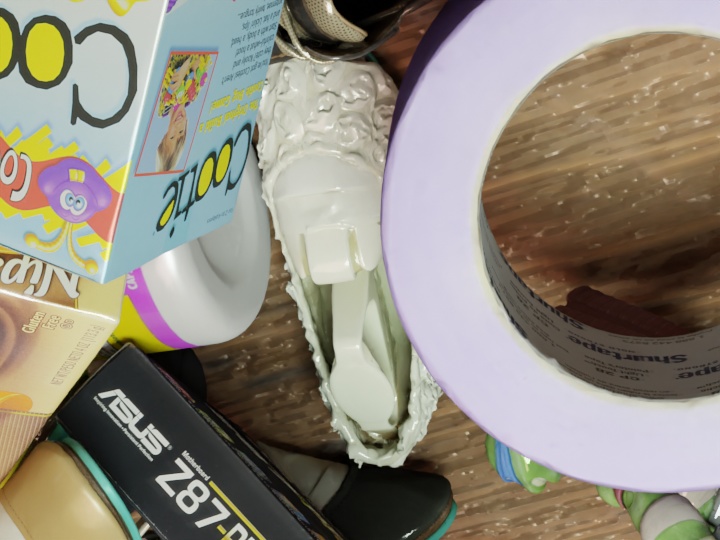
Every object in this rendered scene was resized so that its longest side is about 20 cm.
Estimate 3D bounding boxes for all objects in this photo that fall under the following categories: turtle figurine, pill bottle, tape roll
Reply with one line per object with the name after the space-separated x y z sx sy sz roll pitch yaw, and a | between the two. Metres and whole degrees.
0.156 0.100 1.146 0.193 0.201 0.144 -16 153 19 | turtle figurine
-0.144 -0.011 1.151 0.199 0.104 0.104 -9 128 21 | pill bottle
0.107 -0.028 1.030 0.199 0.085 0.201 0 105 2 | tape roll

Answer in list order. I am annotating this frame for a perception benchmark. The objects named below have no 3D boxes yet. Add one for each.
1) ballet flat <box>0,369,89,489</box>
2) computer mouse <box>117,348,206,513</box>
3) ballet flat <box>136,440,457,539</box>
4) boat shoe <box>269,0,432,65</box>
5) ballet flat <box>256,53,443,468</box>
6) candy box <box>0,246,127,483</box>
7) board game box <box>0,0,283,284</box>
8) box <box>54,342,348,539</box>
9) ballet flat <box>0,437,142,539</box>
-0.156 0.077 1.231 0.067 0.067 0.200 35 158 5 | ballet flat
-0.109 0.114 1.269 0.034 0.059 0.200 19 122 -13 | computer mouse
-0.051 0.121 1.273 0.200 0.068 0.068 -27 111 32 | ballet flat
-0.014 -0.117 1.045 0.200 0.073 0.074 -28 119 33 | boat shoe
0.000 0.000 1.152 0.072 0.072 0.200 -2 130 16 | ballet flat
-0.168 0.023 1.052 0.115 0.055 0.200 17 150 -16 | candy box
-0.082 -0.114 0.907 0.103 0.105 0.201 20 108 16 | board game box
-0.021 0.127 1.136 0.200 0.049 0.161 45 177 21 | box
-0.120 0.116 1.133 0.069 0.063 0.200 53 170 10 | ballet flat
